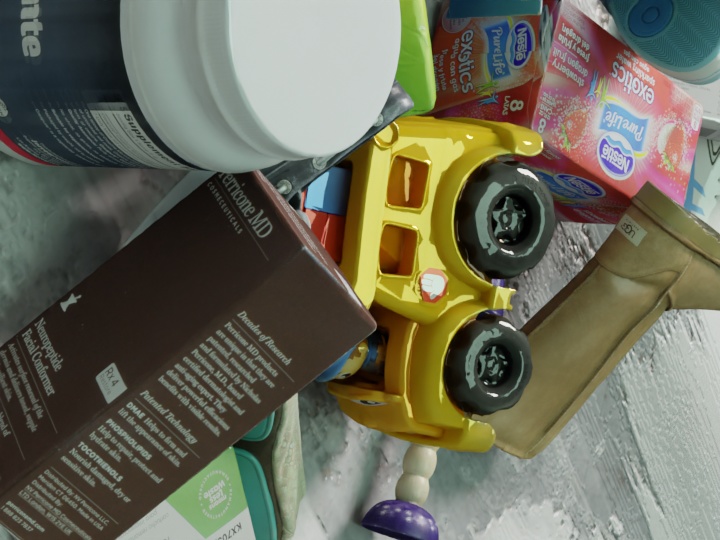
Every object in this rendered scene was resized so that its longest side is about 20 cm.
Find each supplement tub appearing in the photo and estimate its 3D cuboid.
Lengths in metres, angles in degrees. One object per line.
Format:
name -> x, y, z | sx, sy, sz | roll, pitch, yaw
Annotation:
supplement tub -> -0.095, -0.118, 0.956 | 0.140, 0.200, 0.141 | -6, 97, -50

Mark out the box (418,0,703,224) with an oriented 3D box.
box -> 0.136, -0.103, 1.317 | 0.200, 0.100, 0.096 | 27, 73, -49

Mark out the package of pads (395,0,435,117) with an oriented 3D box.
package of pads -> -0.006, -0.193, 1.108 | 0.155, 0.068, 0.200 | -105, -173, -76

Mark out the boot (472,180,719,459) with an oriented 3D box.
boot -> 0.174, 0.047, 1.338 | 0.175, 0.066, 0.200 | 31, 103, -41

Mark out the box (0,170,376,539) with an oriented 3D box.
box -> -0.101, 0.046, 0.967 | 0.200, 0.100, 0.075 | -38, 129, 1

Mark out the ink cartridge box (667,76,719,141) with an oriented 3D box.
ink cartridge box -> 0.291, -0.195, 1.477 | 0.161, 0.050, 0.200 | 11, 77, -12

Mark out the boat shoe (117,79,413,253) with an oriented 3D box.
boat shoe -> -0.056, -0.037, 1.039 | 0.068, 0.200, 0.072 | 46, 8, -2

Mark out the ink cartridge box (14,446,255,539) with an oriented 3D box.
ink cartridge box -> -0.106, 0.205, 1.077 | 0.117, 0.067, 0.200 | -32, 117, -45

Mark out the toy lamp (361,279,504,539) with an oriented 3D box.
toy lamp -> 0.050, 0.075, 1.266 | 0.058, 0.058, 0.200 | 32, 70, -47

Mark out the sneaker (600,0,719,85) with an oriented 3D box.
sneaker -> 0.213, -0.167, 1.298 | 0.131, 0.080, 0.200 | 42, 17, -43

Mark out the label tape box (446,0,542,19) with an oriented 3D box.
label tape box -> 0.053, -0.250, 1.162 | 0.066, 0.143, 0.200 | -2, 97, -18

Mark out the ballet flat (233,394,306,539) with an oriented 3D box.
ballet flat -> -0.062, 0.078, 1.103 | 0.200, 0.067, 0.062 | 91, 22, -43

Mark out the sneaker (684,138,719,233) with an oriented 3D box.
sneaker -> 0.280, -0.095, 1.516 | 0.072, 0.072, 0.200 | 16, 83, -52

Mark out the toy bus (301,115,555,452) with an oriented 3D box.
toy bus -> 0.000, 0.000, 1.152 | 0.192, 0.136, 0.200 | 7, 91, -37
